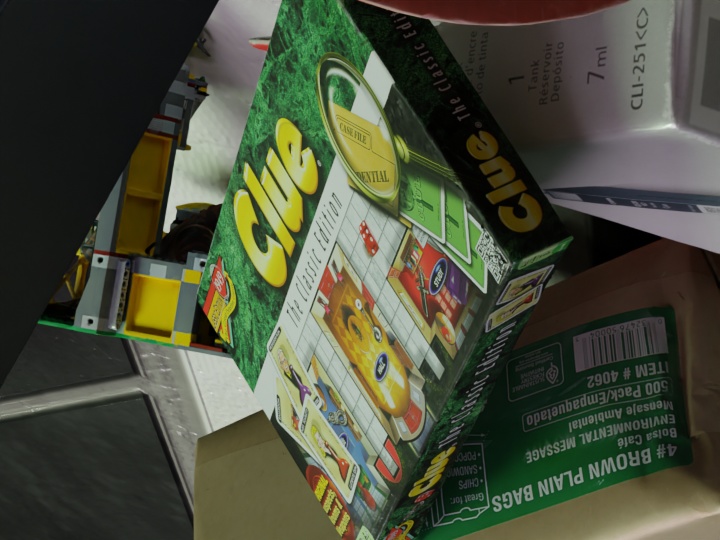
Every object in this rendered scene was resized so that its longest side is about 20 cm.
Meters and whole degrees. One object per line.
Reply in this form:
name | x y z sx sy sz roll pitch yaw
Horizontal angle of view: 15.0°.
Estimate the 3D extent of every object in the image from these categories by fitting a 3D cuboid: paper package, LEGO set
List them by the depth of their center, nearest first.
paper package | 0.070 0.099 0.908 0.199 0.104 0.190 -22 144 25
LEGO set | -0.038 -0.028 0.976 0.199 0.117 0.153 9 180 41

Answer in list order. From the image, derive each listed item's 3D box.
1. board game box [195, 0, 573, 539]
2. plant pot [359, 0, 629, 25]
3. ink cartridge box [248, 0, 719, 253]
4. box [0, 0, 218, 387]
board game box | 0.000 0.000 0.754 0.105 0.023 0.200 60 157 20
plant pot | -0.025 -0.148 0.607 0.201 0.201 0.195 39 162 -25
ink cartridge box | 0.093 -0.030 0.780 0.199 0.045 0.176 15 168 -39
box | -0.143 -0.056 0.872 0.141 0.201 0.079 6 148 38
